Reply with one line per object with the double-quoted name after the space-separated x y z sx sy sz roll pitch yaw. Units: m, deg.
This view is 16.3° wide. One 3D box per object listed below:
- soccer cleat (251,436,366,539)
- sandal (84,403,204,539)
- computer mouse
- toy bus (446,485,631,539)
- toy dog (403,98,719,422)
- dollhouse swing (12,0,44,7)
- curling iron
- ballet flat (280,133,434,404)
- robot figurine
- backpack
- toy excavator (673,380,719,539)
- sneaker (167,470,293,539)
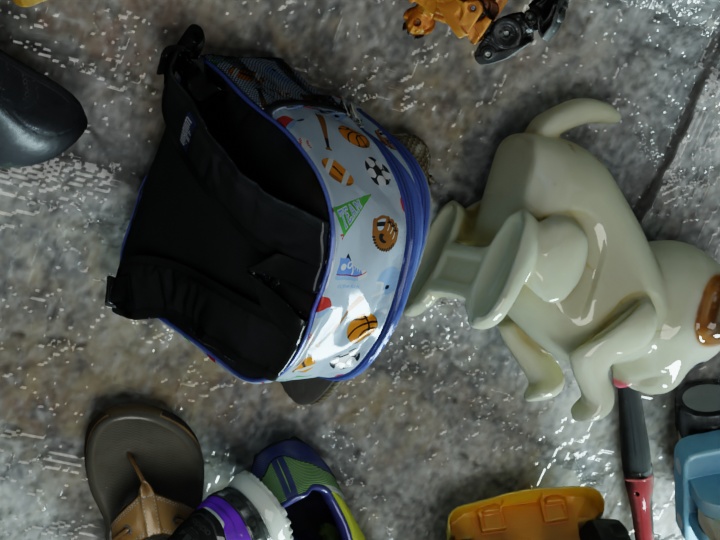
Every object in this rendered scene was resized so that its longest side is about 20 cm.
-0.018 0.203 1.725 0.065 0.084 0.200 -28 122 2 "soccer cleat"
-0.145 0.178 1.696 0.082 0.055 0.200 -2 120 -13 "sandal"
-0.248 -0.107 1.471 0.200 0.138 0.053 31 66 -41 "computer mouse"
0.126 0.275 1.776 0.136 0.200 0.192 -8 157 -9 "toy bus"
0.153 0.005 1.642 0.200 0.140 0.194 30 72 -25 "toy dog"
-0.266 -0.228 1.376 0.176 0.182 0.200 -32 123 -8 "dollhouse swing"
0.189 0.151 1.782 0.050 0.026 0.200 -8 121 -13 "curling iron"
0.000 0.000 1.634 0.046 0.067 0.200 -5 123 -50 "ballet flat"
0.087 -0.223 1.502 0.145 0.058 0.200 37 110 4 "robot figurine"
-0.047 -0.021 1.527 0.154 0.191 0.200 -2 121 -32 "backpack"
0.260 0.168 1.707 0.194 0.200 0.100 -10 121 -9 "toy excavator"
-0.098 0.226 1.693 0.100 0.070 0.200 -35 141 -26 "sneaker"
